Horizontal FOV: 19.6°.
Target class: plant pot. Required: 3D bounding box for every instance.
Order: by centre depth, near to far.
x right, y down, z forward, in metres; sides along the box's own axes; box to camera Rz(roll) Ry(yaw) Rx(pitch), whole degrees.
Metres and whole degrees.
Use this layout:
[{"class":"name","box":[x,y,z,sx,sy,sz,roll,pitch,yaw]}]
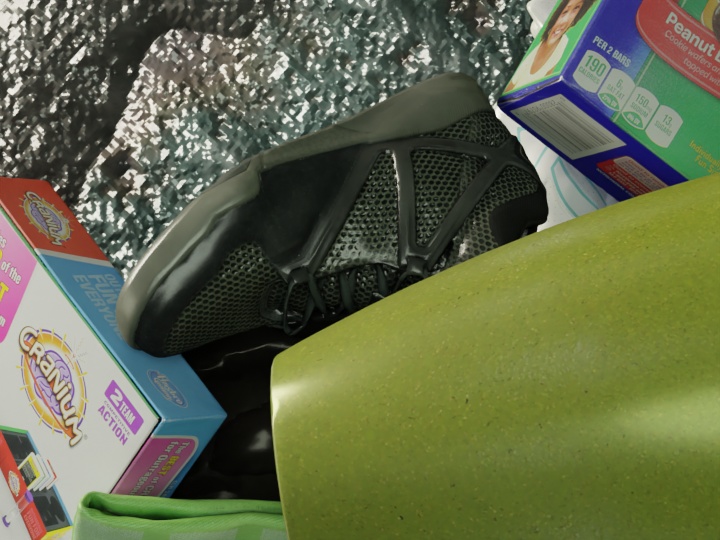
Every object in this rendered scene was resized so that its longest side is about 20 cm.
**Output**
[{"class":"plant pot","box":[0.070,0.064,0.805,0.199,0.187,0.188,-8,85,4]}]

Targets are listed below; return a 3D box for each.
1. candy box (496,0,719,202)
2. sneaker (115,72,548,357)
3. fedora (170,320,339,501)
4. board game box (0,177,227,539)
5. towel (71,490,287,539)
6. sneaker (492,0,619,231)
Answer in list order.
[{"class":"candy box","box":[0.184,-0.112,0.939,0.169,0.077,0.200,35,73,-16]},{"class":"sneaker","box":[0.000,0.000,0.876,0.199,0.076,0.114,-26,63,-27]},{"class":"fedora","box":[-0.036,0.075,0.969,0.199,0.090,0.177,-28,84,0]},{"class":"board game box","box":[-0.162,0.083,0.931,0.153,0.040,0.200,50,118,27]},{"class":"towel","box":[-0.061,0.175,0.914,0.148,0.201,0.031,2,42,-11]},{"class":"sneaker","box":[0.095,-0.040,0.989,0.080,0.070,0.201,14,78,9]}]
